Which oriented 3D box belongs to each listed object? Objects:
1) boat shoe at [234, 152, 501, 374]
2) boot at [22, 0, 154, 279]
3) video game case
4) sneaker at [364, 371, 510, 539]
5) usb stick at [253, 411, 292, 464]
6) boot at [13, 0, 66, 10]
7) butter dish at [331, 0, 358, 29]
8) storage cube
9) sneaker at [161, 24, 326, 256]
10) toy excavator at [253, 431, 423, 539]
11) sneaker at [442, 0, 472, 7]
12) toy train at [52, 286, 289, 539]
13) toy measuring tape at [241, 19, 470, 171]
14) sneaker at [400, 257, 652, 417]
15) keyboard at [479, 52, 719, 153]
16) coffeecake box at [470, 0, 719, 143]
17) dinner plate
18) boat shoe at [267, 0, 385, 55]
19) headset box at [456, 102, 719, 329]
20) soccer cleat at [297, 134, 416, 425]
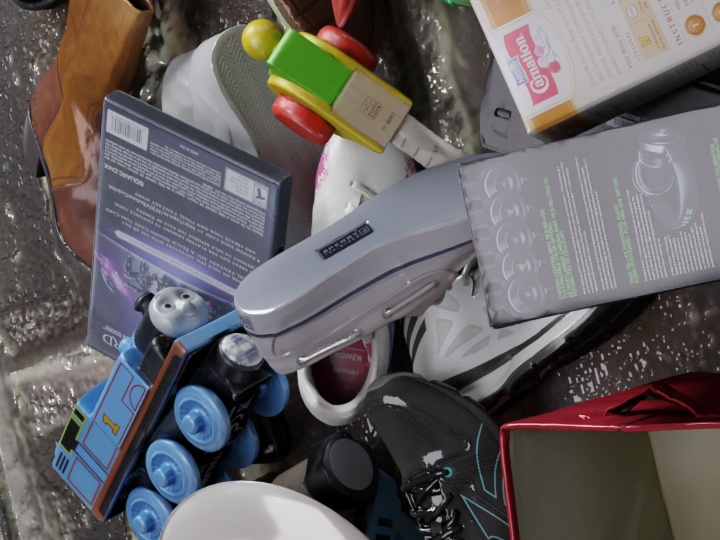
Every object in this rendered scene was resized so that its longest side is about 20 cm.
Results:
[{"bbox_3d":[0.022,-0.004,1.617,0.074,0.199,0.066,-113,-2,-56],"label":"boat shoe"},{"bbox_3d":[-0.160,-0.107,1.815,0.189,0.068,0.200,65,147,35],"label":"boot"},{"bbox_3d":[-0.115,-0.004,1.752,0.142,0.019,0.201,26,130,24],"label":"video game case"},{"bbox_3d":[0.068,0.149,1.627,0.200,0.079,0.075,49,143,-6],"label":"sneaker"},{"bbox_3d":[-0.095,0.037,1.797,0.055,0.033,0.201,-4,112,41],"label":"usb stick"},{"bbox_3d":[-0.255,-0.276,1.828,0.079,0.157,0.212,27,116,35],"label":"boot"},{"bbox_3d":[-0.051,-0.269,1.589,0.200,0.147,0.201,123,145,-65],"label":"butter dish"},{"bbox_3d":[0.205,0.153,1.482,0.170,0.179,0.201,-3,95,42],"label":"storage cube"},{"bbox_3d":[-0.064,-0.061,1.770,0.115,0.073,0.201,-9,104,63],"label":"sneaker"},{"bbox_3d":[0.015,0.231,1.734,0.100,0.200,0.195,-34,34,42],"label":"toy excavator"},{"bbox_3d":[0.087,-0.189,1.600,0.200,0.074,0.084,43,132,37],"label":"sneaker"},{"bbox_3d":[-0.125,0.095,1.751,0.114,0.087,0.200,44,134,17],"label":"toy train"},{"bbox_3d":[0.009,-0.093,1.660,0.200,0.074,0.074,34,128,-12],"label":"toy measuring tape"},{"bbox_3d":[0.087,0.012,1.630,0.200,0.075,0.116,-39,74,42],"label":"sneaker"},{"bbox_3d":[0.163,-0.072,1.566,0.199,0.040,0.105,20,105,23],"label":"keyboard"},{"bbox_3d":[0.157,-0.181,1.473,0.199,0.073,0.154,-25,81,12],"label":"coffeecake box"},{"bbox_3d":[-0.048,0.222,1.678,0.199,0.024,0.201,17,126,25],"label":"dinner plate"},{"bbox_3d":[-0.047,-0.215,1.725,0.203,0.074,0.075,64,164,5],"label":"boat shoe"},{"bbox_3d":[0.164,-0.035,1.445,0.199,0.174,0.093,-12,90,20],"label":"headset box"},{"bbox_3d":[0.000,0.000,1.681,0.069,0.086,0.201,6,94,1],"label":"soccer cleat"}]
